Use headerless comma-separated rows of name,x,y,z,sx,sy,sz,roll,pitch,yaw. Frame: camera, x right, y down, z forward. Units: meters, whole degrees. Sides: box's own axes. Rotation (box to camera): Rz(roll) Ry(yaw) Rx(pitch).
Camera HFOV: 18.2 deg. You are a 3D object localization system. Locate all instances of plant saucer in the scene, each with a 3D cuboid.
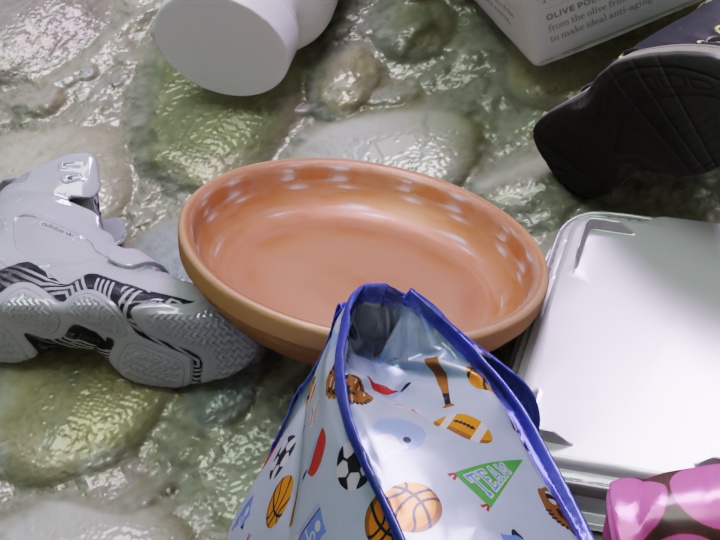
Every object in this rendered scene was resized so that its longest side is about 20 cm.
plant saucer,0.000,0.000,1.201,0.200,0.038,0.200,8,29,-4

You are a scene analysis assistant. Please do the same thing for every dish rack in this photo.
dish rack,0.159,0.046,1.176,0.171,0.044,0.200,7,51,18

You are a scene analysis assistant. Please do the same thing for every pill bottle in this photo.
pill bottle,-0.057,-0.208,1.389,0.113,0.113,0.200,7,51,17

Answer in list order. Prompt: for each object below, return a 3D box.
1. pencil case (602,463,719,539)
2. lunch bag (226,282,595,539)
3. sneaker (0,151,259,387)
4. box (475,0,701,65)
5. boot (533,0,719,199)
pencil case,0.214,0.132,1.063,0.199,0.091,0.094,-9,80,2
lunch bag,0.015,0.129,1.036,0.124,0.170,0.200,3,40,-30
sneaker,-0.140,-0.005,1.255,0.199,0.075,0.115,5,54,19
box,0.137,-0.266,1.339,0.200,0.172,0.199,-23,37,-8
boot,0.197,-0.114,1.228,0.154,0.203,0.074,-36,97,-24
